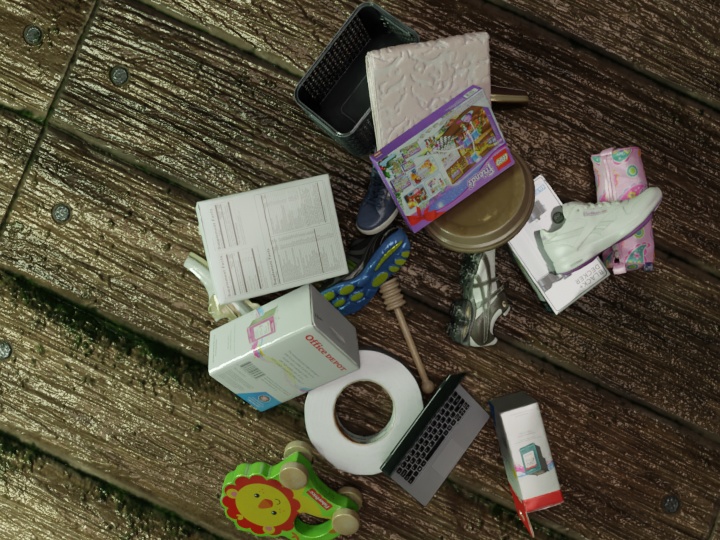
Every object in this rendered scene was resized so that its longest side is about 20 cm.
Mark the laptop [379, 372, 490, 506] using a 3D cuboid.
[{"bbox_3d":[0.128,0.269,1.226,0.188,0.115,0.200,-50,121,-9],"label":"laptop"}]

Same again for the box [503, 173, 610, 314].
[{"bbox_3d":[0.307,-0.043,1.305,0.116,0.060,0.202,-34,90,0],"label":"box"}]

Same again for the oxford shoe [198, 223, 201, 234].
[{"bbox_3d":[-0.171,-0.079,1.315,0.196,0.058,0.076,-12,61,-13],"label":"oxford shoe"}]

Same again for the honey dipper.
[{"bbox_3d":[0.080,0.112,1.320,0.037,0.038,0.204,-21,91,1],"label":"honey dipper"}]

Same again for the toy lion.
[{"bbox_3d":[-0.123,0.381,1.292,0.191,0.069,0.200,-37,110,23],"label":"toy lion"}]

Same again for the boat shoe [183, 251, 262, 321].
[{"bbox_3d":[-0.221,0.054,1.304,0.199,0.075,0.069,41,85,-1],"label":"boat shoe"}]

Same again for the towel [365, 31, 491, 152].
[{"bbox_3d":[0.111,-0.257,1.218,0.196,0.032,0.195,-14,116,-15],"label":"towel"}]

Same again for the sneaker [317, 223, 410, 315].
[{"bbox_3d":[0.000,0.000,1.309,0.199,0.083,0.071,-42,124,14],"label":"sneaker"}]

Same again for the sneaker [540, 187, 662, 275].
[{"bbox_3d":[0.372,-0.080,1.227,0.198,0.075,0.101,-34,85,12],"label":"sneaker"}]

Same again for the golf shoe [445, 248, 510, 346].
[{"bbox_3d":[0.208,0.027,1.306,0.092,0.078,0.205,12,98,-8],"label":"golf shoe"}]

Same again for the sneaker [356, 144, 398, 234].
[{"bbox_3d":[0.040,-0.159,1.280,0.074,0.084,0.203,20,77,34],"label":"sneaker"}]

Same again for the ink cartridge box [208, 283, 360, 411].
[{"bbox_3d":[-0.117,0.124,1.237,0.197,0.145,0.086,-24,46,20],"label":"ink cartridge box"}]

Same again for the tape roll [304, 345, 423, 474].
[{"bbox_3d":[0.006,0.230,1.306,0.195,0.066,0.206,0,89,0],"label":"tape roll"}]

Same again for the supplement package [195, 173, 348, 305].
[{"bbox_3d":[-0.139,-0.049,1.207,0.196,0.152,0.154,-14,95,-12],"label":"supplement package"}]

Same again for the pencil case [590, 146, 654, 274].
[{"bbox_3d":[0.429,-0.098,1.292,0.085,0.087,0.205,-5,89,1],"label":"pencil case"}]

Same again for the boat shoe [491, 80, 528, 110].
[{"bbox_3d":[0.183,-0.311,1.303,0.195,0.072,0.074,8,91,7],"label":"boat shoe"}]

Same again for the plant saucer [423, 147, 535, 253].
[{"bbox_3d":[0.184,-0.126,1.280,0.195,0.030,0.205,-6,67,15],"label":"plant saucer"}]

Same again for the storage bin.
[{"bbox_3d":[0.006,-0.305,1.269,0.135,0.094,0.201,40,93,22],"label":"storage bin"}]

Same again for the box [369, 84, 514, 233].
[{"bbox_3d":[0.128,-0.171,1.220,0.198,0.039,0.138,-34,118,-4],"label":"box"}]

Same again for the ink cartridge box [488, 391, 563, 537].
[{"bbox_3d":[0.270,0.310,1.278,0.066,0.116,0.205,-15,91,0],"label":"ink cartridge box"}]
